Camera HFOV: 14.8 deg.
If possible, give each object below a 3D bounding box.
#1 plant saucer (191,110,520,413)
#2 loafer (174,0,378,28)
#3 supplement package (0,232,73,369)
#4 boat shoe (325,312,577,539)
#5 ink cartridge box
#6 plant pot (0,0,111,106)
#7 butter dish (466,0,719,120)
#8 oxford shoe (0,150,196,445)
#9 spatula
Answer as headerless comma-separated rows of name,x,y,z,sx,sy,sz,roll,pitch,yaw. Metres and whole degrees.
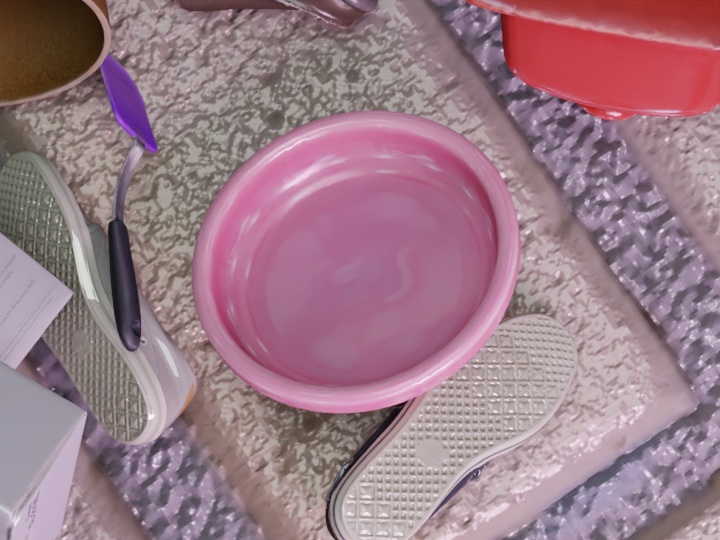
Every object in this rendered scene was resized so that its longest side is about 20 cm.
plant saucer,0.000,0.000,1.669,0.200,0.051,0.201,-7,59,11
loafer,-0.085,-0.194,1.727,0.199,0.073,0.071,23,116,2
supplement package,-0.290,0.004,1.630,0.200,0.114,0.110,40,61,-8
boat shoe,0.051,0.098,1.677,0.200,0.062,0.075,-44,96,-21
ink cartridge box,-0.260,0.093,1.535,0.200,0.146,0.083,29,55,6
plant pot,-0.246,-0.228,1.681,0.186,0.187,0.201,-3,67,-1
butter dish,0.160,-0.157,1.682,0.199,0.148,0.200,9,40,5
oxford shoe,-0.163,0.016,1.695,0.058,0.075,0.200,-14,68,-47
spatula,-0.141,-0.043,1.678,0.020,0.057,0.201,-13,63,22
